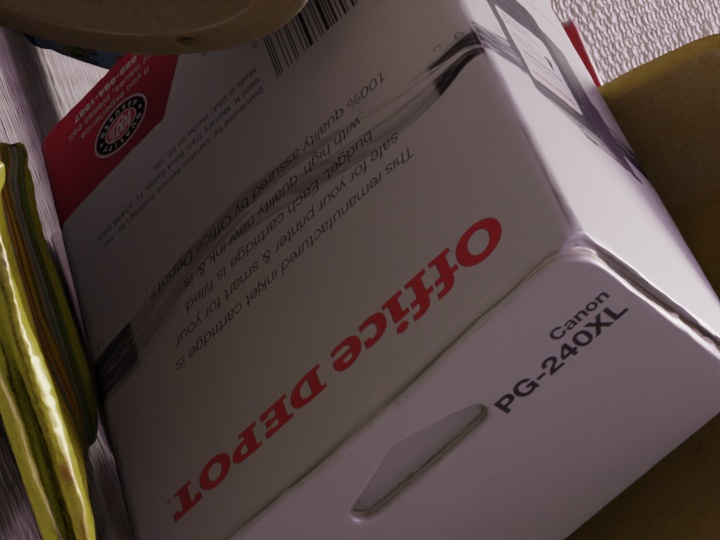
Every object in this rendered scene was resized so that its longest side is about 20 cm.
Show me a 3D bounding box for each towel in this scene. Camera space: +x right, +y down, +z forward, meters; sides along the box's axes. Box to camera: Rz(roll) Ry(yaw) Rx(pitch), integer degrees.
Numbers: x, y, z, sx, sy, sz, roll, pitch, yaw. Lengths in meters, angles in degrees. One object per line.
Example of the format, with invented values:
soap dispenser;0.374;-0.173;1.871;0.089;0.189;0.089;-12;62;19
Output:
towel;-0.074;0.012;0.522;0.200;0.018;0.087;-152;-137;-82

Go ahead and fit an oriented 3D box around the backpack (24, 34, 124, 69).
backpack;-0.055;-0.119;0.931;0.183;0.198;0.136;-148;-122;-84

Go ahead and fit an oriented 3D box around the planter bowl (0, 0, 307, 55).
planter bowl;-0.060;-0.139;0.570;0.200;0.198;0.136;74;24;-66

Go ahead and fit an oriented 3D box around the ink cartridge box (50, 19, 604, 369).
ink cartridge box;0.000;0.000;0.832;0.147;0.199;0.083;79;-12;-78

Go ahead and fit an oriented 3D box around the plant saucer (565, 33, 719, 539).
plant saucer;0.045;0.057;0.643;0.048;0.199;0.201;31;48;-38

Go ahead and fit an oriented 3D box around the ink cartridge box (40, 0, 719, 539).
ink cartridge box;0.000;-0.006;0.625;0.083;0.145;0.201;34;22;-37
